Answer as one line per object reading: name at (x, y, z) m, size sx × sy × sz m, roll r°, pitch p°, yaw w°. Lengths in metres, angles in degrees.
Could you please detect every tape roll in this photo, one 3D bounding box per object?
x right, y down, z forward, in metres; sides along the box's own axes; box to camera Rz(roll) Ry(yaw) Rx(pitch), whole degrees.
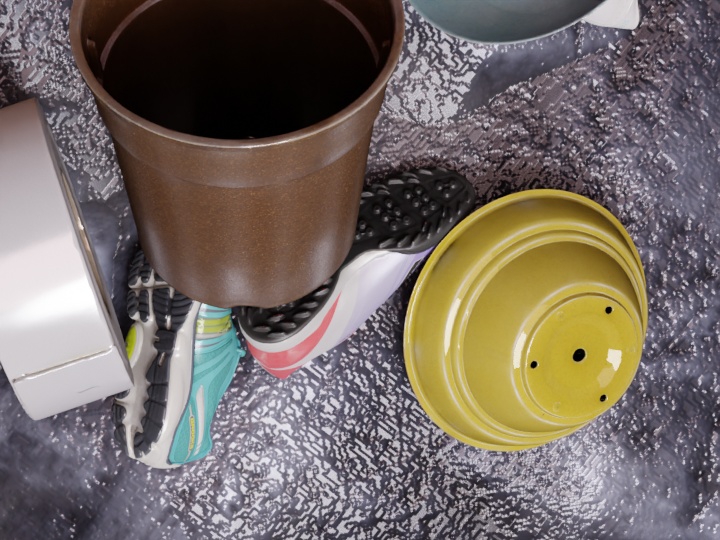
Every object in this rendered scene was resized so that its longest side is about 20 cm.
tape roll at (-0.210, -0.006, 1.128) m, size 0.071 × 0.202 × 0.203 m, roll -18°, pitch 102°, yaw -6°

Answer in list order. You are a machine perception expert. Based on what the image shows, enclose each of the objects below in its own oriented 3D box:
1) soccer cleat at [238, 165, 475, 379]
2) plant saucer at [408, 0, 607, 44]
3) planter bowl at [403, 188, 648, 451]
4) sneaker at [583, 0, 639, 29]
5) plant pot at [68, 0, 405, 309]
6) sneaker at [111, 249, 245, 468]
soccer cleat at (0.000, 0.000, 1.242) m, size 0.200 × 0.073 × 0.068 m, roll -38°, pitch 60°, yaw -16°
plant saucer at (0.118, -0.238, 1.180) m, size 0.201 × 0.201 × 0.039 m, roll -52°, pitch 147°, yaw 2°
planter bowl at (0.138, 0.049, 1.231) m, size 0.200 × 0.083 × 0.201 m, roll -7°, pitch 109°, yaw -22°
sneaker at (0.202, -0.268, 1.226) m, size 0.088 × 0.075 × 0.200 m, roll 19°, pitch 100°, yaw -27°
plant pot at (-0.077, -0.091, 1.109) m, size 0.200 × 0.200 × 0.198 m, roll -7°, pitch 144°, yaw -8°
sneaker at (-0.120, 0.040, 1.227) m, size 0.080 × 0.077 × 0.200 m, roll 14°, pitch 89°, yaw -48°
